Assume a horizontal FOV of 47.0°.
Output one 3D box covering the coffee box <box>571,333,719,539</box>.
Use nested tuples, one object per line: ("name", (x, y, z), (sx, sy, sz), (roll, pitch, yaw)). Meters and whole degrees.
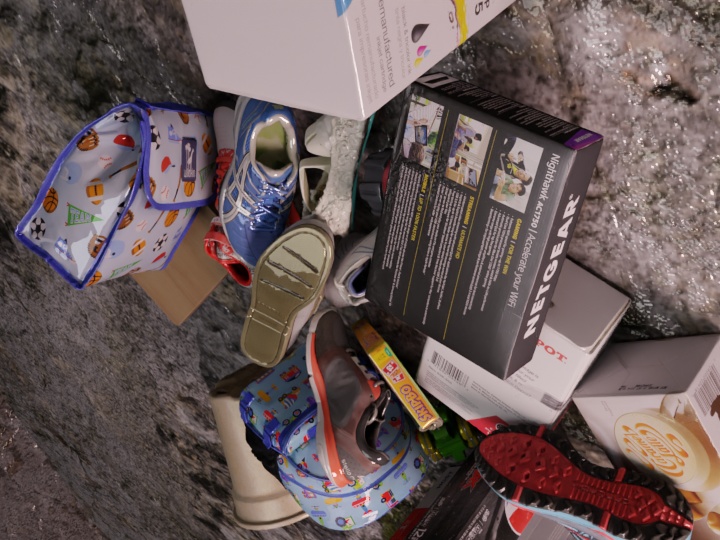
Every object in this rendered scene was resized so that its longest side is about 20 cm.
("coffee box", (0.289, 0.161, 0.718), (0.114, 0.080, 0.201), (-12, 115, 53))

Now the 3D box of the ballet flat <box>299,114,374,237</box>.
("ballet flat", (-0.026, -0.105, 0.799), (0.072, 0.072, 0.201), (35, 144, 18))

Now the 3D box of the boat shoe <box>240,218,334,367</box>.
("boat shoe", (-0.075, 0.015, 0.890), (0.075, 0.068, 0.200), (33, 129, 3))

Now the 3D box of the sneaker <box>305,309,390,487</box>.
("sneaker", (-0.005, 0.129, 0.889), (0.081, 0.201, 0.077), (-18, 149, 15))

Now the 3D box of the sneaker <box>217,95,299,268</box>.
("sneaker", (-0.103, -0.089, 0.848), (0.077, 0.075, 0.201), (-124, 34, -57))

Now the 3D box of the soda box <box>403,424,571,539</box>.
("soda box", (0.137, 0.229, 0.848), (0.071, 0.200, 0.063), (-13, 115, 52))

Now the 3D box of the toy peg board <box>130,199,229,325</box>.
("toy peg board", (-0.233, -0.069, 1.080), (0.200, 0.098, 0.199), (48, 131, -1))

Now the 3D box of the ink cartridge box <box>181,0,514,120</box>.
("ink cartridge box", (-0.005, -0.221, 0.554), (0.145, 0.200, 0.147), (19, 137, 33))

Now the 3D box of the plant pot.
("plant pot", (-0.118, 0.227, 1.166), (0.200, 0.200, 0.184), (-7, 107, 51))

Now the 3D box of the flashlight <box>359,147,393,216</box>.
("flashlight", (0.089, -0.071, 0.715), (0.199, 0.068, 0.068), (13, 115, 45))

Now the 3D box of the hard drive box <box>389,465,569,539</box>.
("hard drive box", (0.139, 0.302, 0.962), (0.077, 0.156, 0.200), (52, 145, -6))

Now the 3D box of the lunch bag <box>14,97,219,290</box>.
("lunch bag", (-0.243, -0.091, 0.900), (0.124, 0.170, 0.200), (36, 105, 9))

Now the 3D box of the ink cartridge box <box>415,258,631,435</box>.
("ink cartridge box", (0.144, 0.069, 0.784), (0.144, 0.084, 0.201), (35, 146, 19))

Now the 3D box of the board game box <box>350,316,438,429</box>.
("board game box", (0.032, 0.105, 0.911), (0.096, 0.030, 0.200), (54, 180, -7))

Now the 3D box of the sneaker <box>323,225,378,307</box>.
("sneaker", (0.000, 0.000, 0.873), (0.075, 0.087, 0.200), (46, 148, -3))

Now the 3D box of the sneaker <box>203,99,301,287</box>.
("sneaker", (-0.136, -0.079, 0.925), (0.067, 0.108, 0.202), (8, 129, 44))

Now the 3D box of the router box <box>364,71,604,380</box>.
("router box", (0.087, -0.034, 0.652), (0.149, 0.051, 0.201), (30, 125, 30))

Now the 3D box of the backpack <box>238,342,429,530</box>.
("backpack", (-0.026, 0.195, 0.982), (0.200, 0.182, 0.135), (37, 152, 45))

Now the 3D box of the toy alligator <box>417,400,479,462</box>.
("toy alligator", (0.091, 0.173, 0.941), (0.200, 0.059, 0.054), (54, -166, -61))

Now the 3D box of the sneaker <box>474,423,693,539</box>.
("sneaker", (0.190, 0.212, 0.740), (0.199, 0.079, 0.096), (21, 144, 34))
